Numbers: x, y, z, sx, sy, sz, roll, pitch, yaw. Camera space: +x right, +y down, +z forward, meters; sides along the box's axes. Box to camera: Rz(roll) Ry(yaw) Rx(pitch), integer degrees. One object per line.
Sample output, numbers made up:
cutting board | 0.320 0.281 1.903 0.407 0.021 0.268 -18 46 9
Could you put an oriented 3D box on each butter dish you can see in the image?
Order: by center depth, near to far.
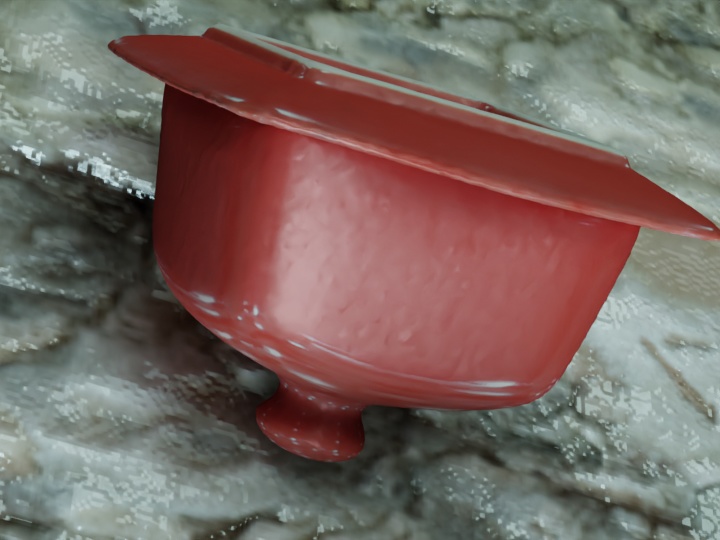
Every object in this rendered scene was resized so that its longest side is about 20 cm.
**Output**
butter dish | 0.000 0.000 0.892 0.200 0.148 0.199 15 6 -23
